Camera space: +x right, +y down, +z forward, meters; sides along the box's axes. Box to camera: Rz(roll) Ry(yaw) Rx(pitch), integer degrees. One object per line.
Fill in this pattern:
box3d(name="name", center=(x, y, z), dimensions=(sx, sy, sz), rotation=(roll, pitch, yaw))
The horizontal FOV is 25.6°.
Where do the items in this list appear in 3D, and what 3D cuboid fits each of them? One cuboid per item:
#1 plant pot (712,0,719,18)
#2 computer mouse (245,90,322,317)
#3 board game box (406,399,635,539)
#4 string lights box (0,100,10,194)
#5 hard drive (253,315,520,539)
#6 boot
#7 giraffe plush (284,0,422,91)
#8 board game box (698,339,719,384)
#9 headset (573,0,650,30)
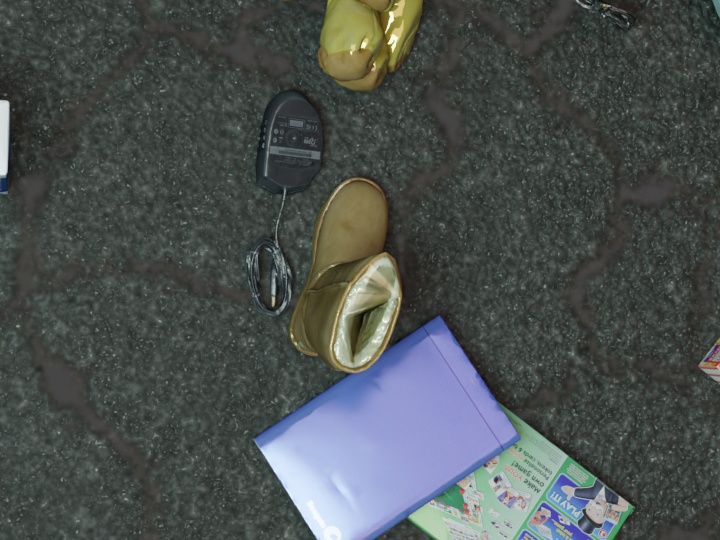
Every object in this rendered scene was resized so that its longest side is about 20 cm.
box3d(name="plant pot", center=(0.433, -0.290, 1.442), dimensions=(0.199, 0.134, 0.202), rotation=(-2, 94, -29))
box3d(name="computer mouse", center=(-0.073, -0.060, 1.412), dimensions=(0.058, 0.034, 0.202), rotation=(8, 92, -28))
box3d(name="board game box", center=(0.134, 0.212, 1.445), dimensions=(0.200, 0.029, 0.135), rotation=(38, 82, -8))
box3d(name="string lights box", center=(-0.332, -0.097, 1.267), dimensions=(0.102, 0.200, 0.060), rotation=(2, 89, -13))
box3d(name="hard drive", center=(0.023, 0.150, 1.404), dimensions=(0.199, 0.025, 0.132), rotation=(-33, 82, -6))
box3d(name="boot", center=(0.000, 0.000, 1.335), dimensions=(0.066, 0.200, 0.177), rotation=(17, 85, -11))
box3d(name="giraffe plush", center=(-0.024, -0.275, 1.375), dimensions=(0.161, 0.172, 0.201), rotation=(25, 94, 11))
box3d(name="board game box", center=(0.440, 0.061, 1.505), dimensions=(0.151, 0.046, 0.200), rotation=(39, 81, -8))
box3d(name="headset", center=(0.270, -0.316, 1.444), dimensions=(0.093, 0.123, 0.201), rotation=(25, 89, -10))
